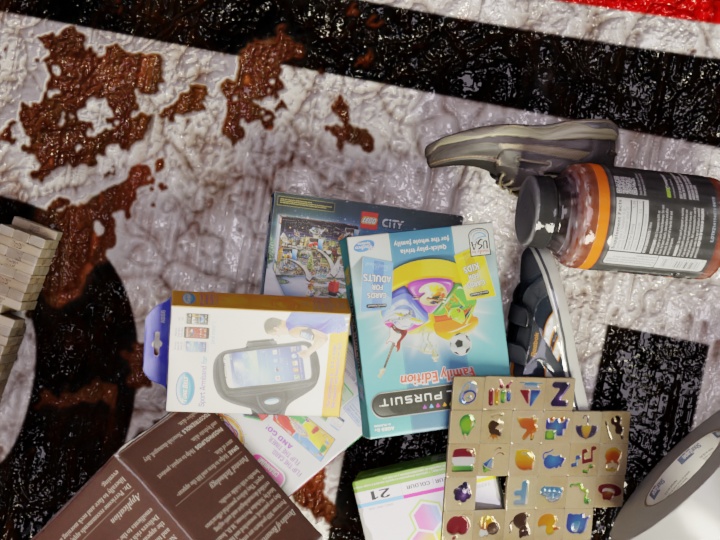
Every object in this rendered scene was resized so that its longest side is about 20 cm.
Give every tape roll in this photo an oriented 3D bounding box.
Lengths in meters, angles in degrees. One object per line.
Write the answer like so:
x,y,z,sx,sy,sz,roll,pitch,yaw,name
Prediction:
0.336,0.214,1.317,0.066,0.200,0.200,44,94,3,tape roll

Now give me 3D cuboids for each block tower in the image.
-0.383,0.043,1.445,0.054,0.058,0.200,21,91,3,block tower

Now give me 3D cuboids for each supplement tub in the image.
0.258,-0.050,1.346,0.200,0.107,0.107,6,91,-11,supplement tub

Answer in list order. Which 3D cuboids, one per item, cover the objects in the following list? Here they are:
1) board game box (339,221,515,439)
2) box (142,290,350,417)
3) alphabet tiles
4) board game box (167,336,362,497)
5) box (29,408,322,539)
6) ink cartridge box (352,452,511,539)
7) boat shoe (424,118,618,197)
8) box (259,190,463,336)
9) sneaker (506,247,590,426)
0.067,0.059,1.357,0.151,0.047,0.200,-7,88,-10,board game box
-0.114,0.083,1.343,0.200,0.041,0.119,2,114,-9,box
0.178,0.189,1.356,0.200,0.008,0.168,2,95,-19,alphabet tiles
-0.079,0.143,1.429,0.200,0.040,0.153,-40,88,4,board game box
-0.183,0.268,1.354,0.200,0.164,0.166,48,117,3,box
0.087,0.294,1.400,0.147,0.076,0.200,-13,88,5,ink cartridge box
0.166,-0.113,1.390,0.200,0.074,0.073,-4,90,6,boat shoe
0.000,0.000,1.393,0.200,0.038,0.137,7,84,-10,box
0.178,0.074,1.389,0.079,0.078,0.200,-12,91,-1,sneaker
